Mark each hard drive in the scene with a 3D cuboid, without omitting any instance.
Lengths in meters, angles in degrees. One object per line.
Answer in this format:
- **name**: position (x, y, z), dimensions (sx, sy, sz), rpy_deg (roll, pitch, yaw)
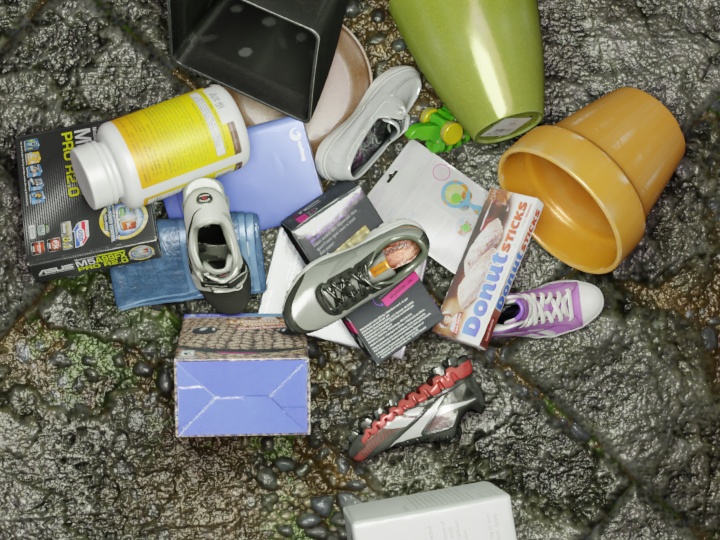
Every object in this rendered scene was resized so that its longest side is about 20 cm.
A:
- **hard drive**: position (-0.154, -0.112, 1.735), dimensions (0.199, 0.025, 0.132), rpy_deg (-15, 102, 3)

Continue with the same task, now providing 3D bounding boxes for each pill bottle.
- **pill bottle**: position (-0.242, -0.144, 1.632), dimensions (0.200, 0.109, 0.110), rpy_deg (-23, 90, -19)

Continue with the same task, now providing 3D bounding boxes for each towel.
- **towel**: position (-0.223, -0.014, 1.721), dimensions (0.199, 0.049, 0.112), rpy_deg (-6, 115, -2)

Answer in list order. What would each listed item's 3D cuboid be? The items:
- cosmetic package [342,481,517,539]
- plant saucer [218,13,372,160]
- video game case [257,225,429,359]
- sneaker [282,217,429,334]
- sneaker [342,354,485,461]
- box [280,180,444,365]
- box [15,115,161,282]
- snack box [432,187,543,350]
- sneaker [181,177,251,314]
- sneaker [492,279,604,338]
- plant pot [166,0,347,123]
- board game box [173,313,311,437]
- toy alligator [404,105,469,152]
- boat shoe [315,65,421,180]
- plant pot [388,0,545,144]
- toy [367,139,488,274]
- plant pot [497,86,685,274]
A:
- **cosmetic package**: position (0.091, 0.367, 1.691), dimensions (0.199, 0.165, 0.165), rpy_deg (-9, 88, -5)
- **plant saucer**: position (-0.085, -0.239, 1.763), dimensions (0.200, 0.037, 0.201), rpy_deg (0, 88, -5)
- **video game case**: position (-0.023, 0.023, 1.768), dimensions (0.199, 0.019, 0.143), rpy_deg (14, 87, -3)
- **sneaker**: position (-0.006, 0.006, 1.583), dimensions (0.200, 0.079, 0.074), rpy_deg (-34, 103, -4)
- **sneaker**: position (0.076, 0.196, 1.742), dimensions (0.200, 0.071, 0.098), rpy_deg (-33, 88, -6)
- **box**: position (0.000, 0.000, 1.686), dimensions (0.106, 0.122, 0.200), rpy_deg (-33, 101, -5)
- **box**: position (-0.341, -0.093, 1.692), dimensions (0.160, 0.044, 0.200), rpy_deg (-11, 59, -3)
- **snack box**: position (0.160, -0.004, 1.693), dimensions (0.072, 0.024, 0.200), rpy_deg (17, 79, 34)
- **sneaker**: position (-0.176, -0.007, 1.643), dimensions (0.074, 0.089, 0.200), rpy_deg (-14, 131, -1)
- **sneaker**: position (0.225, 0.054, 1.737), dimensions (0.200, 0.114, 0.073), rpy_deg (-10, 87, -5)
- **plant pot**: position (-0.108, -0.335, 1.658), dimensions (0.200, 0.200, 0.178), rpy_deg (24, 64, 6)
- **board game box**: position (-0.142, 0.124, 1.657), dimensions (0.159, 0.200, 0.097), rpy_deg (-1, 103, -4)
- **toy alligator**: position (0.145, -0.198, 1.771), dimensions (0.200, 0.059, 0.054), rpy_deg (-27, 131, -22)
- **boat shoe**: position (0.025, -0.187, 1.722), dimensions (0.200, 0.068, 0.072), rpy_deg (-44, 134, -29)
- **plant pot**: position (0.153, -0.267, 1.685), dimensions (0.187, 0.187, 0.201), rpy_deg (-17, 77, -4)
- **toy**: position (0.113, -0.066, 1.761), dimensions (0.200, 0.047, 0.115), rpy_deg (35, 78, 11)
- **plant pot**: position (0.308, -0.129, 1.720), dimensions (0.183, 0.200, 0.200), rpy_deg (-42, 91, -20)
